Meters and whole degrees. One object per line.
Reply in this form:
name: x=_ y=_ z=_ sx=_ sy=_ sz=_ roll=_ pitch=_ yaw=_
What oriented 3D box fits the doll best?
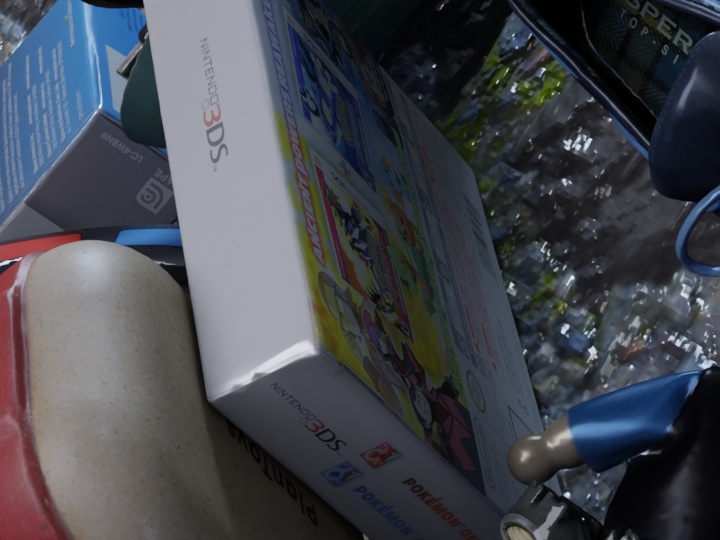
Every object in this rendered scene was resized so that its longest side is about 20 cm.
doll: x=0.103 y=0.085 z=0.711 sx=0.136 sy=0.048 sz=0.201 roll=23 pitch=79 yaw=26

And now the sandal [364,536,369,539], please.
sandal: x=-0.065 y=0.079 z=0.908 sx=0.211 sy=0.069 sz=0.078 roll=-19 pitch=55 yaw=42

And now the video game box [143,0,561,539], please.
video game box: x=0.000 y=0.000 z=0.785 sx=0.047 sy=0.182 sz=0.201 roll=-25 pitch=48 yaw=15

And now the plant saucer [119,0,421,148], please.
plant saucer: x=-0.010 y=-0.113 z=0.903 sx=0.036 sy=0.200 sz=0.200 roll=43 pitch=107 yaw=9

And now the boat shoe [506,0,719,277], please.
boat shoe: x=0.110 y=-0.038 z=0.701 sx=0.200 sy=0.068 sz=0.085 roll=39 pitch=122 yaw=44

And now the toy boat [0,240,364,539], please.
toy boat: x=-0.077 y=0.095 z=0.716 sx=0.130 sy=0.200 sz=0.131 roll=-27 pitch=42 yaw=15

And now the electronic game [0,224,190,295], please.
electronic game: x=-0.103 y=0.019 z=0.861 sx=0.200 sy=0.199 sz=0.042 roll=20 pitch=120 yaw=52

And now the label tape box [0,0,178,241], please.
label tape box: x=-0.158 y=-0.017 z=1.052 sx=0.200 sy=0.066 sz=0.144 roll=-49 pitch=27 yaw=18

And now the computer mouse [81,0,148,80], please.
computer mouse: x=-0.069 y=-0.134 z=0.859 sx=0.053 sy=0.200 sz=0.139 roll=45 pitch=98 yaw=13

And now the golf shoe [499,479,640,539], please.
golf shoe: x=0.081 y=0.136 z=0.605 sx=0.095 sy=0.078 sz=0.200 roll=-54 pitch=27 yaw=1
